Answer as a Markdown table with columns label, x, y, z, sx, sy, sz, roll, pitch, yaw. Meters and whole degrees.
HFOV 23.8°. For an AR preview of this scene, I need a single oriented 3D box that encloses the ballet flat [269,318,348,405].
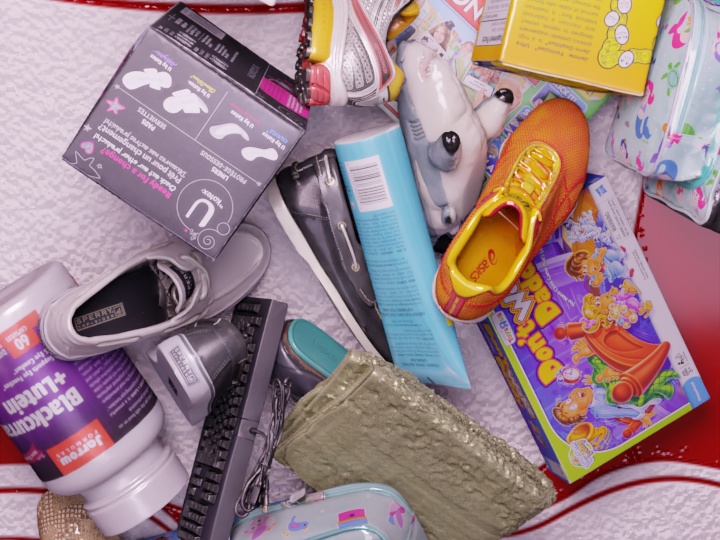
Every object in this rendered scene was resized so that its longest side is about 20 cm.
| label | x | y | z | sx | sy | sz | roll | pitch | yaw |
| --- | --- | --- | --- | --- | --- | --- | --- | --- | --- |
| ballet flat | 0.002 | 0.111 | 1.356 | 0.200 | 0.073 | 0.073 | 35 | 102 | -14 |

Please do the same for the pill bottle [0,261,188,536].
| label | x | y | z | sx | sy | sz | roll | pitch | yaw |
| --- | --- | --- | --- | --- | --- | --- | --- | --- | --- |
| pill bottle | -0.222 | 0.103 | 1.324 | 0.111 | 0.111 | 0.200 | -32 | 102 | 8 |

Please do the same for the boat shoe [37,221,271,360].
| label | x | y | z | sx | sy | sz | roll | pitch | yaw |
| --- | --- | --- | --- | --- | --- | --- | --- | --- | --- |
| boat shoe | -0.145 | 0.011 | 1.280 | 0.200 | 0.066 | 0.072 | -19 | 93 | -30 |

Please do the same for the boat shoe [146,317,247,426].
| label | x | y | z | sx | sy | sz | roll | pitch | yaw |
| --- | --- | --- | --- | --- | --- | --- | --- | --- | --- |
| boat shoe | -0.119 | 0.073 | 1.282 | 0.057 | 0.200 | 0.069 | -31 | 90 | -11 |

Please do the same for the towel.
| label | x | y | z | sx | sy | sz | roll | pitch | yaw |
| --- | --- | --- | --- | --- | --- | --- | --- | --- | --- |
| towel | 0.038 | 0.149 | 1.309 | 0.200 | 0.037 | 0.148 | 36 | 129 | -13 |

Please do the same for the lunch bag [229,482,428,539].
| label | x | y | z | sx | sy | sz | roll | pitch | yaw |
| --- | --- | --- | --- | --- | --- | --- | --- | --- | --- |
| lunch bag | -0.015 | 0.259 | 1.324 | 0.160 | 0.077 | 0.200 | -16 | 116 | 21 |

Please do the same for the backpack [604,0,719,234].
| label | x | y | z | sx | sy | sz | roll | pitch | yaw |
| --- | --- | --- | --- | --- | --- | --- | --- | --- | --- |
| backpack | 0.273 | -0.132 | 1.234 | 0.150 | 0.178 | 0.200 | 21 | 100 | -12 |

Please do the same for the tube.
| label | x | y | z | sx | sy | sz | roll | pitch | yaw |
| --- | --- | --- | --- | --- | --- | --- | --- | --- | --- |
| tube | 0.030 | -0.007 | 1.266 | 0.050 | 0.077 | 0.201 | -23 | 104 | -32 |

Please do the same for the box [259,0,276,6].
| label | x | y | z | sx | sy | sz | roll | pitch | yaw |
| --- | --- | --- | --- | --- | --- | --- | --- | --- | --- |
| box | -0.093 | -0.261 | 1.187 | 0.124 | 0.200 | 0.098 | 23 | 103 | -5 |

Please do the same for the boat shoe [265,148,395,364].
| label | x | y | z | sx | sy | sz | roll | pitch | yaw |
| --- | --- | --- | --- | --- | --- | --- | --- | --- | --- |
| boat shoe | 0.000 | 0.000 | 1.315 | 0.067 | 0.072 | 0.200 | -29 | 109 | 2 |

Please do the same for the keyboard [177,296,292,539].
| label | x | y | z | sx | sy | sz | roll | pitch | yaw |
| --- | --- | --- | --- | --- | --- | --- | --- | --- | --- |
| keyboard | -0.092 | 0.119 | 1.300 | 0.021 | 0.127 | 0.201 | 17 | 84 | -32 |

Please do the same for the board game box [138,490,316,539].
| label | x | y | z | sx | sy | sz | roll | pitch | yaw |
| --- | --- | --- | --- | --- | --- | --- | --- | --- | --- |
| board game box | -0.072 | 0.269 | 1.405 | 0.199 | 0.037 | 0.152 | -16 | 105 | 3 |

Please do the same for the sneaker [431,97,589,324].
| label | x | y | z | sx | sy | sz | roll | pitch | yaw |
| --- | --- | --- | --- | --- | --- | --- | --- | --- | --- |
| sneaker | 0.121 | -0.048 | 1.240 | 0.073 | 0.077 | 0.200 | 28 | 65 | 0 |

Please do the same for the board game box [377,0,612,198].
| label | x | y | z | sx | sy | sz | roll | pitch | yaw |
| --- | --- | --- | --- | --- | --- | --- | --- | --- | --- |
| board game box | 0.077 | -0.158 | 1.302 | 0.200 | 0.029 | 0.135 | 42 | 101 | -10 |

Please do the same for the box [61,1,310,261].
| label | x | y | z | sx | sy | sz | roll | pitch | yaw |
| --- | --- | --- | --- | --- | --- | --- | --- | --- | --- |
| box | -0.120 | -0.105 | 1.226 | 0.132 | 0.200 | 0.115 | 34 | 101 | -8 |

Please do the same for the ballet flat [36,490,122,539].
| label | x | y | z | sx | sy | sz | roll | pitch | yaw |
| --- | --- | --- | --- | --- | --- | --- | --- | --- | --- |
| ballet flat | -0.212 | 0.272 | 1.389 | 0.070 | 0.065 | 0.200 | -23 | 102 | 17 |

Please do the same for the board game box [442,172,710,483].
| label | x | y | z | sx | sy | sz | roll | pitch | yaw |
| --- | --- | --- | --- | --- | --- | --- | --- | --- | --- |
| board game box | 0.169 | 0.044 | 1.326 | 0.134 | 0.045 | 0.200 | -30 | 103 | -10 |

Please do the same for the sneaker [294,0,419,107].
| label | x | y | z | sx | sy | sz | roll | pitch | yaw |
| --- | --- | --- | --- | --- | --- | --- | --- | --- | --- |
| sneaker | 0.001 | -0.205 | 1.238 | 0.082 | 0.078 | 0.201 | 8 | 70 | -9 |

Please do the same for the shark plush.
| label | x | y | z | sx | sy | sz | roll | pitch | yaw |
| --- | --- | --- | --- | --- | --- | --- | --- | --- | --- |
| shark plush | 0.055 | -0.079 | 1.296 | 0.083 | 0.091 | 0.200 | 27 | 144 | 22 |

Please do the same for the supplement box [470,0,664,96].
| label | x | y | z | sx | sy | sz | roll | pitch | yaw |
| --- | --- | --- | --- | --- | --- | --- | --- | --- | --- |
| supplement box | 0.161 | -0.234 | 1.223 | 0.109 | 0.109 | 0.201 | 12 | 95 | -9 |
